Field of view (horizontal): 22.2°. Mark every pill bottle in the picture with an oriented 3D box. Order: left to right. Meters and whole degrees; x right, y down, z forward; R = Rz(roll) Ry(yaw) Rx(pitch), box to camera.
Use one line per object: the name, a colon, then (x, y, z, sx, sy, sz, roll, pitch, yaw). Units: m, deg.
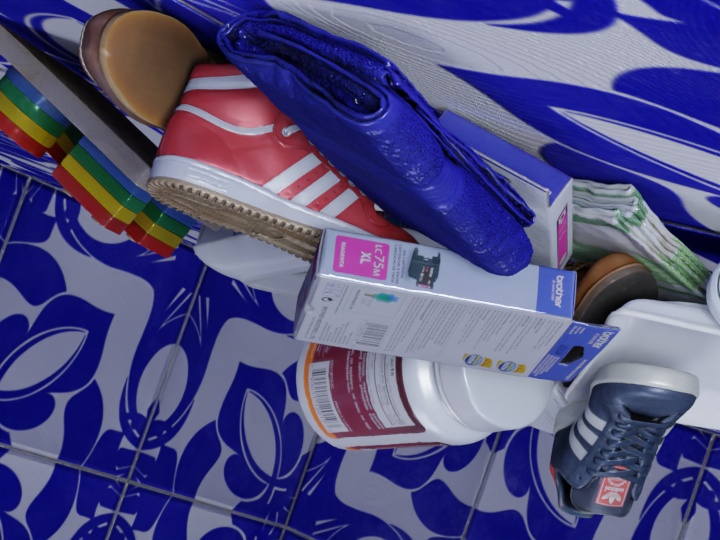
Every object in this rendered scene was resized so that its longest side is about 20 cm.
pill bottle: (0.050, 0.079, 1.426, 0.113, 0.115, 0.199, 23, 160, -34)

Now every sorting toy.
sorting toy: (-0.231, -0.102, 1.579, 0.199, 0.070, 0.200, 43, -177, 18)

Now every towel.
towel: (0.017, -0.079, 1.088, 0.147, 0.050, 0.200, 33, 173, 40)
towel: (0.196, -0.007, 1.282, 0.199, 0.031, 0.149, 37, 170, -34)

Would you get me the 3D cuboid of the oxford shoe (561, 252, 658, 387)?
oxford shoe: (0.157, 0.022, 1.286, 0.071, 0.072, 0.200, -20, 164, -10)

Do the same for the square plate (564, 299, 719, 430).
square plate: (0.253, 0.068, 1.261, 0.198, 0.029, 0.198, 10, 159, 0)

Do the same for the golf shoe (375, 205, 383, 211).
golf shoe: (-0.024, -0.065, 1.301, 0.199, 0.091, 0.076, 12, 134, 57)

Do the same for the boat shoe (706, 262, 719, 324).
boat shoe: (0.317, 0.023, 1.136, 0.198, 0.073, 0.071, 12, 164, 3)

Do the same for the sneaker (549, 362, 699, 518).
sneaker: (0.182, 0.125, 1.280, 0.074, 0.085, 0.200, 11, 159, -4)

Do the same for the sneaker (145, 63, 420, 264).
sneaker: (-0.035, -0.071, 1.216, 0.198, 0.114, 0.071, 22, 160, -20)

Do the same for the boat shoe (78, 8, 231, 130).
boat shoe: (-0.131, -0.127, 1.247, 0.070, 0.071, 0.200, 16, 174, 33)

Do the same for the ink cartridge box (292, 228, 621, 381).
ink cartridge box: (0.061, 0.026, 1.203, 0.198, 0.042, 0.120, 12, 157, -6)

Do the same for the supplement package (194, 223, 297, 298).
supplement package: (-0.045, -0.032, 1.744, 0.198, 0.119, 0.117, 20, 177, 1)

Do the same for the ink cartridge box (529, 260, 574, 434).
ink cartridge box: (0.166, 0.052, 1.500, 0.086, 0.148, 0.199, 47, 164, -24)

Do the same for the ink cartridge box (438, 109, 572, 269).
ink cartridge box: (0.091, -0.050, 1.197, 0.094, 0.037, 0.200, 30, 170, 14)

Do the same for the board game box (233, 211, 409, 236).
board game box: (0.033, -0.029, 1.511, 0.198, 0.062, 0.199, -2, 169, 36)

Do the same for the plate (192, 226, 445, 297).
plate: (0.000, 0.000, 1.422, 0.198, 0.033, 0.199, 13, 167, -37)
